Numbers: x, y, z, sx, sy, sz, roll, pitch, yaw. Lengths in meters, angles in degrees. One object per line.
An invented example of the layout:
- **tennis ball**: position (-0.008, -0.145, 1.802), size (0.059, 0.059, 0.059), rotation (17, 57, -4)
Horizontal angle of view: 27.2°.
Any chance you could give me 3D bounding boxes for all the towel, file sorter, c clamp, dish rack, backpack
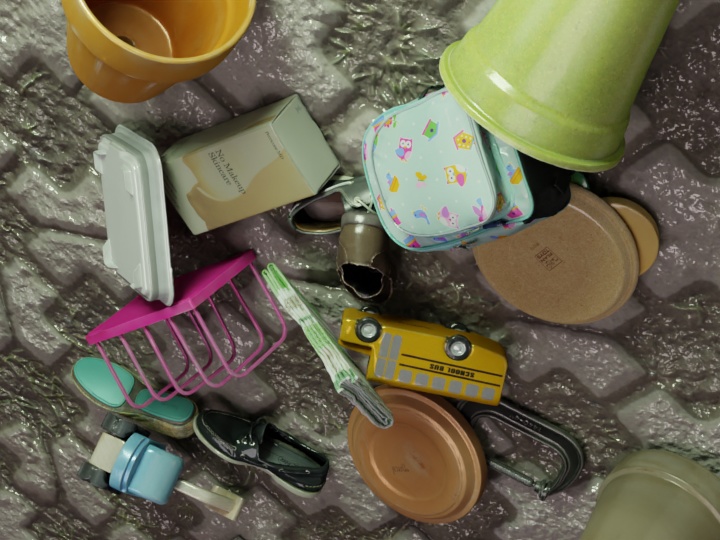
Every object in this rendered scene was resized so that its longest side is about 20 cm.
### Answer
- **towel**: position (-0.041, 0.092, 1.765), size (0.200, 0.031, 0.149), rotation (52, 180, 34)
- **file sorter**: position (-0.214, 0.081, 1.880), size (0.200, 0.139, 0.126), rotation (-18, 105, 39)
- **c clamp**: position (0.180, 0.229, 1.874), size (0.200, 0.027, 0.171), rotation (22, 128, 14)
- **dish rack**: position (-0.277, -0.065, 1.788), size (0.172, 0.043, 0.200), rotation (32, 128, 59)
- **backpack**: position (0.095, -0.107, 1.543), size (0.200, 0.153, 0.176), rotation (-20, 88, 46)

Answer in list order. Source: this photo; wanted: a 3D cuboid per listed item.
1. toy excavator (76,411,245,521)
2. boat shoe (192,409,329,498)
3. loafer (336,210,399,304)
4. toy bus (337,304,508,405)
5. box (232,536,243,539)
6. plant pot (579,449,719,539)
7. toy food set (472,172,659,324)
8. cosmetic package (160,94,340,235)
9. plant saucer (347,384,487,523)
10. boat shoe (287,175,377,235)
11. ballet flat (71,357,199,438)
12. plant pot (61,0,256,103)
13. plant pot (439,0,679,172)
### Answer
- **toy excavator**: position (-0.272, 0.295, 2.093), size (0.200, 0.100, 0.194), rotation (25, 171, 13)
- **boat shoe**: position (-0.130, 0.235, 2.018), size (0.199, 0.075, 0.066), rotation (33, 133, 1)
- **loafer**: position (0.000, 0.000, 1.709), size (0.073, 0.071, 0.200), rotation (7, 158, 10)
- **toy bus**: position (0.071, 0.098, 1.754), size (0.200, 0.065, 0.078), rotation (11, 104, -1)
- **box**: position (-0.214, 0.512, 2.266), size (0.128, 0.109, 0.200), rotation (43, 134, -8)
- **plant pot**: position (0.331, 0.337, 1.736), size (0.200, 0.173, 0.200), rotation (27, 134, 32)
- **toy food set**: position (0.212, -0.027, 1.627), size (0.198, 0.049, 0.200), rotation (31, 135, 4)
- **cosmetic package**: position (-0.135, -0.120, 1.732), size (0.200, 0.071, 0.105), rotation (-17, 115, 38)
- **plant saucer**: position (0.067, 0.239, 1.910), size (0.200, 0.032, 0.201), rotation (17, 123, 28)
- **boat shoe**: position (0.010, -0.074, 1.691), size (0.200, 0.068, 0.072), rotation (-4, 118, 30)
- **ballet flat**: position (-0.317, 0.185, 2.093), size (0.200, 0.071, 0.071), rotation (20, 133, 14)
- **plant pot**: position (-0.233, -0.273, 1.596), size (0.200, 0.200, 0.183), rotation (40, 150, -5)
- **plant pot**: position (0.202, -0.226, 1.391), size (0.200, 0.200, 0.184), rotation (31, 123, 4)
